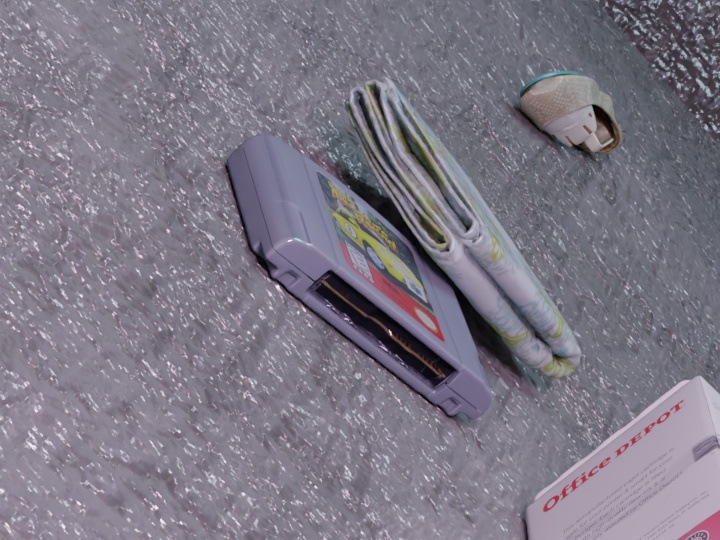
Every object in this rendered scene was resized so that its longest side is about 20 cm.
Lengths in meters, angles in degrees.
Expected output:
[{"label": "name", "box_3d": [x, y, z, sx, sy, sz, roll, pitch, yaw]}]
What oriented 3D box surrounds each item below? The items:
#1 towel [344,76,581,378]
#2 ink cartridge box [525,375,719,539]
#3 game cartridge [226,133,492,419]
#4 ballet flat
[{"label": "towel", "box_3d": [0.067, -0.027, 1.781, 0.200, 0.048, 0.172, 47, 10, -52]}, {"label": "ink cartridge box", "box_3d": [0.180, 0.172, 1.520, 0.083, 0.146, 0.200, 45, 17, -19]}, {"label": "game cartridge", "box_3d": [0.000, 0.000, 1.628, 0.200, 0.041, 0.133, 39, 16, -34]}, {"label": "ballet flat", "box_3d": [0.206, -0.144, 2.441, 0.063, 0.067, 0.200, 64, 19, 13]}]
